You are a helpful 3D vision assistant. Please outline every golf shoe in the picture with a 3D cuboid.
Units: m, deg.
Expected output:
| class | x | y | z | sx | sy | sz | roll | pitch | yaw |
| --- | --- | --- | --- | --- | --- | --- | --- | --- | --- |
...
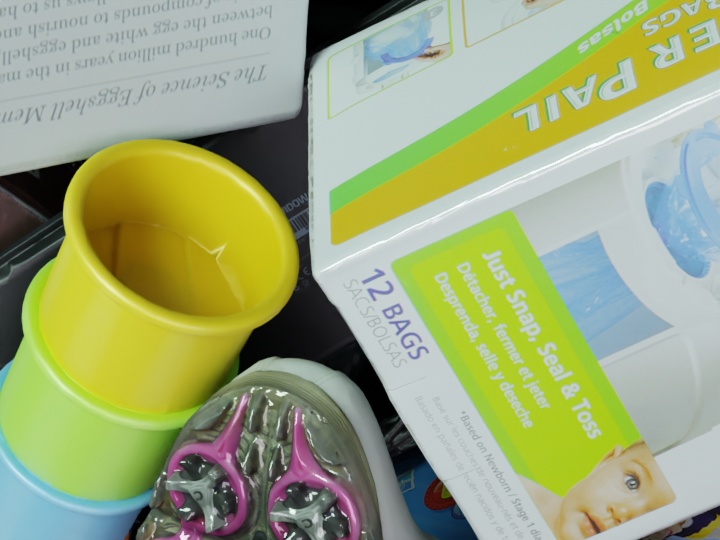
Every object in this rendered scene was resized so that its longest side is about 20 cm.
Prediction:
| class | x | y | z | sx | sy | sz | roll | pitch | yaw |
| --- | --- | --- | --- | --- | --- | --- | --- | --- | --- |
| golf shoe | -0.005 | 0.093 | 0.736 | 0.072 | 0.092 | 0.201 | 14 | 133 | 24 |

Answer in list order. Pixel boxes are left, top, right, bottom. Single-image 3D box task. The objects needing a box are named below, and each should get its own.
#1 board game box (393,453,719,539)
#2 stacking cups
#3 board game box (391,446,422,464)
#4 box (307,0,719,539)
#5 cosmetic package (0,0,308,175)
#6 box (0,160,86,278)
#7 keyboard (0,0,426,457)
| class | x | y | z | sx | sy | sz | roll | pitch | yaw |
| --- | --- | --- | --- | --- | --- | --- | --- | --- | --- |
| board game box | 0.132 | 0.111 | 0.815 | 0.195 | 0.056 | 0.200 | -22 | 122 | 25 |
| stacking cups | -0.074 | 0.055 | 0.743 | 0.060 | 0.061 | 0.200 | 11 | 136 | -16 |
| board game box | 0.020 | 0.162 | 0.927 | 0.199 | 0.062 | 0.201 | 16 | 115 | -18 |
| box | 0.099 | -0.027 | 0.681 | 0.199 | 0.102 | 0.113 | -24 | 121 | 14 |
| cosmetic package | -0.118 | -0.131 | 0.665 | 0.198 | 0.123 | 0.201 | -12 | 123 | -30 |
| box | -0.139 | 0.048 | 0.829 | 0.100 | 0.075 | 0.200 | 37 | 110 | -26 |
| keyboard | 0.000 | 0.000 | 0.775 | 0.199 | 0.021 | 0.127 | -31 | 115 | 8 |
